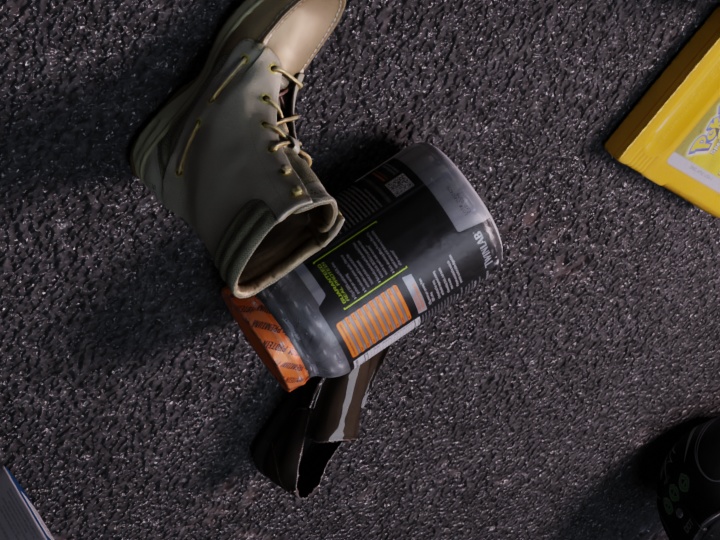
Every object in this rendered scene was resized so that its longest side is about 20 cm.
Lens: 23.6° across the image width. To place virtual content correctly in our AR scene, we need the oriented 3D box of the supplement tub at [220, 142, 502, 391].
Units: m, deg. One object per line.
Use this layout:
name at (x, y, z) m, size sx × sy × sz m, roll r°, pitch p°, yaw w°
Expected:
supplement tub at (0.000, 0.000, 1.334) m, size 0.200 × 0.123 × 0.123 m, roll -33°, pitch 143°, yaw -10°

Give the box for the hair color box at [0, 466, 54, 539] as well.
hair color box at (-0.329, 0.251, 1.322) m, size 0.200 × 0.100 × 0.061 m, roll -33°, pitch 145°, yaw -10°

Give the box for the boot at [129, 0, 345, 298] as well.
boot at (-0.053, -0.095, 1.160) m, size 0.200 × 0.155 × 0.072 m, roll -48°, pitch 143°, yaw 11°

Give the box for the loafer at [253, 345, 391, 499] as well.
loafer at (-0.020, 0.117, 1.480) m, size 0.073 × 0.071 × 0.200 m, roll 0°, pitch 128°, yaw -42°

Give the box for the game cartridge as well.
game cartridge at (0.330, -0.143, 1.554) m, size 0.176 × 0.032 × 0.200 m, roll -52°, pitch 143°, yaw 15°

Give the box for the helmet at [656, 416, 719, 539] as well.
helmet at (0.431, 0.254, 1.927) m, size 0.200 × 0.191 × 0.200 m, roll 1°, pitch 123°, yaw 2°
